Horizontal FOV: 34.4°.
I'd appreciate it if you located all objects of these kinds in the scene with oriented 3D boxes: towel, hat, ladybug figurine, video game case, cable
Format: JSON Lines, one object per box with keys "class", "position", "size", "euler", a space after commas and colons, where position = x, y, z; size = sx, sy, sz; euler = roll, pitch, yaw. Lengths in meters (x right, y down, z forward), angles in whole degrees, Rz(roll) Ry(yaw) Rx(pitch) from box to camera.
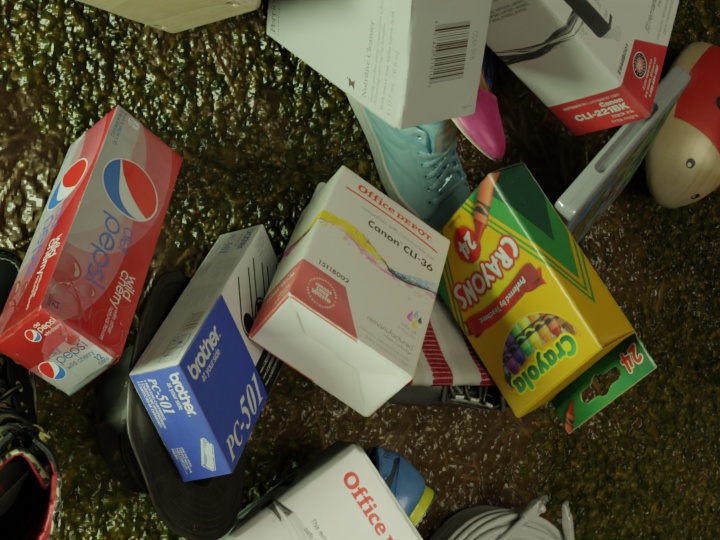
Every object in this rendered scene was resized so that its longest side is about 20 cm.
{"class": "towel", "position": [0.059, 0.035, 1.011], "size": [0.197, 0.023, 0.146], "euler": [5, 53, -33]}
{"class": "hat", "position": [-0.154, 0.107, 0.889], "size": [0.200, 0.080, 0.205], "euler": [-11, 90, -69]}
{"class": "ladybug figurine", "position": [0.346, -0.149, 1.174], "size": [0.202, 0.071, 0.137], "euler": [-61, 141, -30]}
{"class": "video game case", "position": [0.216, -0.072, 1.066], "size": [0.022, 0.201, 0.182], "euler": [39, 69, 12]}
{"class": "cable", "position": [0.122, 0.324, 1.096], "size": [0.197, 0.069, 0.204], "euler": [-19, 104, -29]}

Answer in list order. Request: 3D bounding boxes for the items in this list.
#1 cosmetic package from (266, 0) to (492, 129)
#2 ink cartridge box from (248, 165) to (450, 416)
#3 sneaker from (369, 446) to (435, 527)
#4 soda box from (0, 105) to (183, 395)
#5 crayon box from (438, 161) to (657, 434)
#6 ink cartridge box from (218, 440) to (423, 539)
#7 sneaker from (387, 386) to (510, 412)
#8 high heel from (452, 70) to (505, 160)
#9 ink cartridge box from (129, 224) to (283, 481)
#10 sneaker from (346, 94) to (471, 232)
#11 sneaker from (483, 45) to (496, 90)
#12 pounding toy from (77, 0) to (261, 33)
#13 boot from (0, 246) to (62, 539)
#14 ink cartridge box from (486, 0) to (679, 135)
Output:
{"class": "cosmetic package", "position": [0.009, -0.202, 0.893], "size": [0.080, 0.200, 0.115], "euler": [-14, 125, -32]}
{"class": "ink cartridge box", "position": [0.000, 0.000, 0.926], "size": [0.116, 0.068, 0.202], "euler": [34, 41, -13]}
{"class": "sneaker", "position": [-0.019, 0.246, 1.010], "size": [0.078, 0.066, 0.201], "euler": [39, 75, -8]}
{"class": "soda box", "position": [-0.188, -0.019, 0.818], "size": [0.070, 0.063, 0.202], "euler": [39, 39, -29]}
{"class": "crayon box", "position": [0.142, 0.030, 0.968], "size": [0.050, 0.127, 0.202], "euler": [-18, 69, -39]}
{"class": "ink cartridge box", "position": [-0.048, 0.252, 0.926], "size": [0.199, 0.084, 0.147], "euler": [-34, 91, -12]}
{"class": "sneaker", "position": [0.105, 0.091, 1.050], "size": [0.197, 0.082, 0.078], "euler": [-6, 113, -32]}
{"class": "high heel", "position": [0.098, -0.194, 0.967], "size": [0.067, 0.095, 0.203], "euler": [23, 40, -56]}
{"class": "ink cartridge box", "position": [-0.101, 0.056, 0.874], "size": [0.201, 0.043, 0.095], "euler": [-67, 140, -57]}
{"class": "sneaker", "position": [0.054, -0.109, 1.011], "size": [0.074, 0.082, 0.201], "euler": [-42, 113, -21]}
{"class": "sneaker", "position": [0.115, -0.244, 1.046], "size": [0.077, 0.075, 0.204], "euler": [4, 93, -35]}
{"class": "pounding toy", "position": [-0.105, -0.286, 0.836], "size": [0.140, 0.183, 0.204], "euler": [14, 86, -32]}
{"class": "boot", "position": [-0.243, 0.090, 0.796], "size": [0.072, 0.153, 0.208], "euler": [6, 91, -31]}
{"class": "ink cartridge box", "position": [0.169, -0.233, 0.963], "size": [0.199, 0.083, 0.146], "euler": [36, 62, -32]}
